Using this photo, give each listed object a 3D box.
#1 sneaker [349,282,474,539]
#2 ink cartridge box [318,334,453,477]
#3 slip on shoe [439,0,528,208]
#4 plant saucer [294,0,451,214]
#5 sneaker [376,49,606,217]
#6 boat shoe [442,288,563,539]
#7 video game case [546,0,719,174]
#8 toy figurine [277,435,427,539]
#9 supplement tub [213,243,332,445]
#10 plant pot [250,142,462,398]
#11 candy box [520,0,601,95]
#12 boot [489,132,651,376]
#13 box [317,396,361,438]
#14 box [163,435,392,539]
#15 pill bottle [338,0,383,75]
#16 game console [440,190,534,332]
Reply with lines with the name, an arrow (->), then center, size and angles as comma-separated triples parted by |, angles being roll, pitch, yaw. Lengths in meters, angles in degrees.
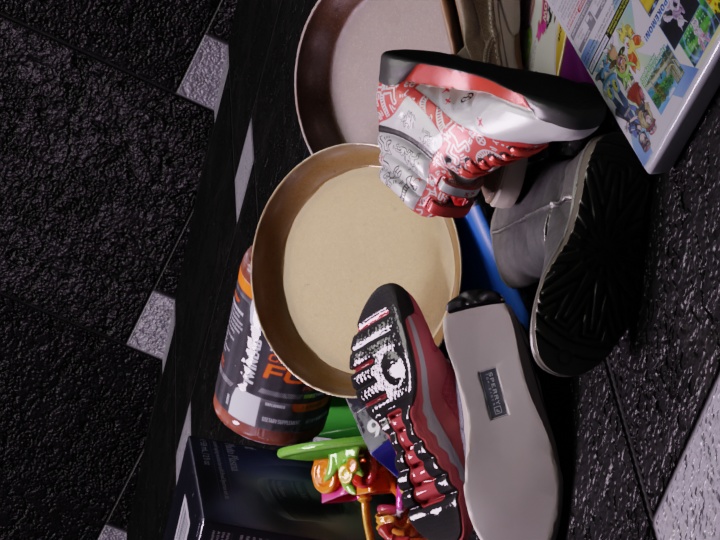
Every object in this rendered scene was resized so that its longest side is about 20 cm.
sneaker -> 0.057, 0.105, 1.514 | 0.073, 0.086, 0.202 | -23, 83, 47
ink cartridge box -> 0.032, 0.077, 1.600 | 0.099, 0.039, 0.201 | -36, 61, 16
slip on shoe -> 0.087, -0.144, 1.467 | 0.076, 0.060, 0.202 | 139, 132, -75
plant saucer -> 0.032, -0.147, 1.592 | 0.199, 0.034, 0.202 | 5, 99, 37
sneaker -> 0.088, -0.085, 1.389 | 0.200, 0.067, 0.109 | 19, 112, 43
boat shoe -> 0.112, 0.118, 1.452 | 0.093, 0.074, 0.202 | 34, -133, -69
video game case -> 0.186, -0.194, 1.262 | 0.183, 0.022, 0.201 | 64, 150, 30
toy figurine -> 0.027, 0.232, 1.675 | 0.199, 0.149, 0.186 | -16, 77, 50
supplement tub -> -0.062, 0.044, 1.738 | 0.107, 0.106, 0.202 | -103, 23, -61
plant pot -> 0.000, 0.000, 1.584 | 0.027, 0.199, 0.202 | 3, -81, -58
candy box -> 0.155, -0.206, 1.470 | 0.200, 0.060, 0.138 | -139, 58, -75
boot -> 0.133, -0.007, 1.406 | 0.183, 0.072, 0.200 | -69, 16, -12
box -> 0.018, 0.046, 1.844 | 0.200, 0.096, 0.178 | 124, 150, -65
box -> -0.071, 0.255, 1.847 | 0.200, 0.197, 0.124 | -117, 41, -70
pill bottle -> 0.029, -0.218, 1.678 | 0.112, 0.111, 0.202 | -157, 65, -77
game console -> 0.113, -0.034, 1.620 | 0.172, 0.118, 0.200 | 65, 161, 4
